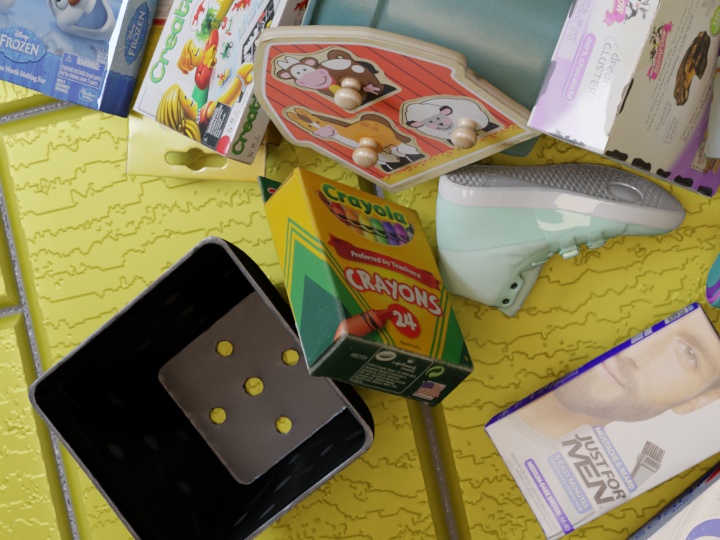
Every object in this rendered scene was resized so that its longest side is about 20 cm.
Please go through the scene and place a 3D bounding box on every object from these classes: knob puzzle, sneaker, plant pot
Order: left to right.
[{"bbox_3d":[-0.108,0.106,1.232,0.200,0.177,0.200,-39,85,9],"label":"plant pot"},{"bbox_3d":[0.005,-0.118,1.126,0.219,0.220,0.030,9,65,10],"label":"knob puzzle"},{"bbox_3d":[0.065,-0.189,1.187,0.196,0.200,0.200,22,97,1],"label":"plant pot"},{"bbox_3d":[0.157,-0.021,1.240,0.200,0.074,0.118,3,118,-4],"label":"sneaker"}]

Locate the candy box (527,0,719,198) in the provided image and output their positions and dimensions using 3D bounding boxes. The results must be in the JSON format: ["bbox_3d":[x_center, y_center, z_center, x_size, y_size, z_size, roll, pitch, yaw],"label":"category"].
[{"bbox_3d":[0.227,-0.157,1.141,0.072,0.200,0.168,25,98,36],"label":"candy box"}]

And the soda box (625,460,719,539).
[{"bbox_3d":[0.275,0.210,1.222,0.200,0.068,0.063,-42,85,9],"label":"soda box"}]

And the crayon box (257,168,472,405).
[{"bbox_3d":[0.000,0.000,1.176,0.051,0.127,0.200,-47,44,31],"label":"crayon box"}]

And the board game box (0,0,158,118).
[{"bbox_3d":[-0.256,-0.249,1.280,0.200,0.043,0.199,19,95,28],"label":"board game box"}]

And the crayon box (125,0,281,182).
[{"bbox_3d":[-0.129,-0.176,1.285,0.127,0.051,0.200,5,93,10],"label":"crayon box"}]

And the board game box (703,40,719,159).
[{"bbox_3d":[0.368,-0.120,1.119,0.200,0.105,0.103,5,94,-29],"label":"board game box"}]

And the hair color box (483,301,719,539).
[{"bbox_3d":[0.213,0.122,1.232,0.200,0.065,0.109,-31,87,9],"label":"hair color box"}]

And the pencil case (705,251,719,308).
[{"bbox_3d":[0.376,0.008,1.184,0.200,0.085,0.092,15,51,9],"label":"pencil case"}]

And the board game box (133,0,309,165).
[{"bbox_3d":[-0.098,-0.197,1.206,0.126,0.035,0.200,28,99,41],"label":"board game box"}]
